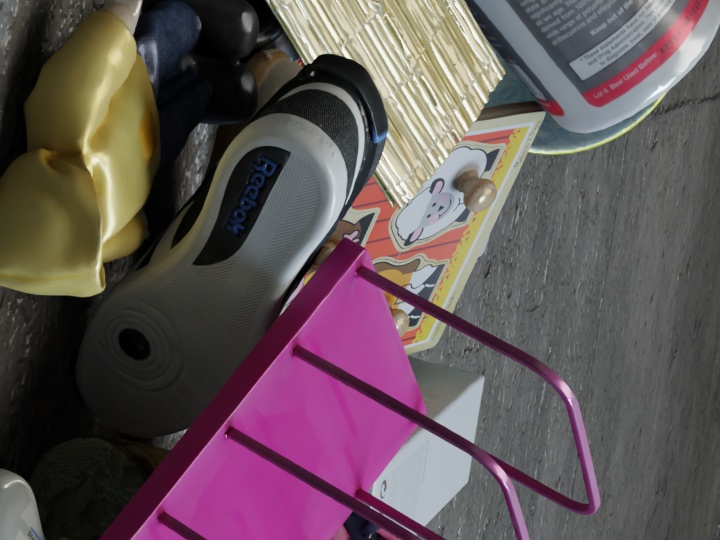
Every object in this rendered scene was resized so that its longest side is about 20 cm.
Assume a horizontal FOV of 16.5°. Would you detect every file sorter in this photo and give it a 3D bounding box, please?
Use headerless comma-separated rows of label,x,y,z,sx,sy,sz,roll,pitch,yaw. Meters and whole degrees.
file sorter,-0.004,0.122,1.060,0.200,0.125,0.139,-51,149,-20

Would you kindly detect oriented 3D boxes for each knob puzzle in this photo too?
knob puzzle,0.000,0.000,1.305,0.219,0.030,0.220,-29,149,-20

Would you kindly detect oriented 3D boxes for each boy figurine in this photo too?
boy figurine,-0.104,-0.057,1.047,0.200,0.064,0.125,-59,156,-57

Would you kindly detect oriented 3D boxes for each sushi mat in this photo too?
sushi mat,0.004,-0.128,1.194,0.096,0.012,0.200,-52,133,-21

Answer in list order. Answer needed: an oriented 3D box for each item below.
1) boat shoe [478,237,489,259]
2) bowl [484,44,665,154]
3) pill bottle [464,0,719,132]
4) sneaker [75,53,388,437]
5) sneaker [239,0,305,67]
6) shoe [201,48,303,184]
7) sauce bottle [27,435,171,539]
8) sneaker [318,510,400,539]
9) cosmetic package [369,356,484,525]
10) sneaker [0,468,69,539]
boat shoe,0.021,0.008,1.481,0.200,0.071,0.066,-32,135,-67
bowl,0.081,-0.164,1.396,0.107,0.199,0.202,5,-97,62
pill bottle,0.088,-0.177,1.276,0.200,0.110,0.111,48,43,-21
sneaker,-0.047,-0.012,1.114,0.200,0.073,0.112,-49,-178,37
sneaker,-0.033,-0.186,1.185,0.082,0.077,0.202,13,87,-67
shoe,-0.057,-0.005,1.189,0.070,0.053,0.201,-39,151,-63
sauce bottle,-0.094,0.117,1.177,0.200,0.064,0.065,27,74,-71
sneaker,-0.011,0.127,1.184,0.070,0.081,0.201,39,38,-59
cosmetic package,-0.009,0.104,1.390,0.200,0.101,0.072,-32,132,-67
sneaker,-0.138,0.163,1.059,0.201,0.074,0.087,83,18,-45
